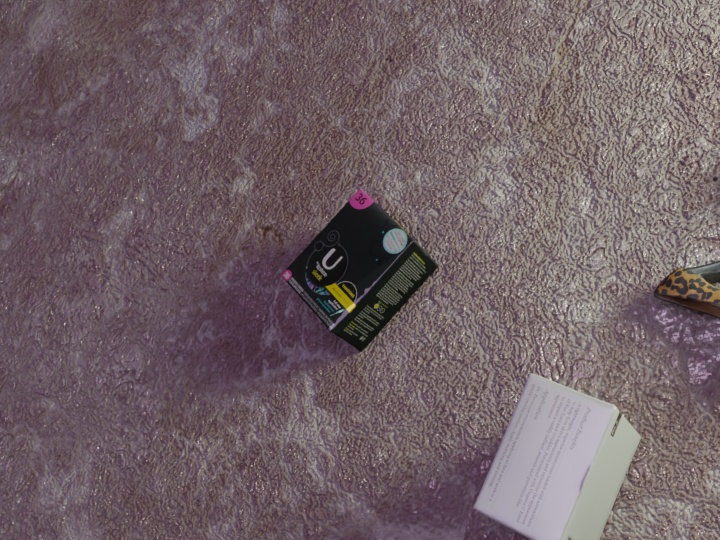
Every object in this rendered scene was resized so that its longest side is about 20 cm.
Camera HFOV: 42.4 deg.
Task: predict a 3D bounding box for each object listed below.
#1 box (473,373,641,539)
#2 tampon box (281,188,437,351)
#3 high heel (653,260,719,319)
[{"bbox_3d":[0.276,0.275,1.275,0.129,0.200,0.202,21,80,32],"label":"box"},{"bbox_3d":[0.000,0.000,1.554,0.200,0.126,0.150,-48,59,2],"label":"tampon box"},{"bbox_3d":[0.504,0.074,1.308,0.140,0.072,0.203,-17,48,12],"label":"high heel"}]
